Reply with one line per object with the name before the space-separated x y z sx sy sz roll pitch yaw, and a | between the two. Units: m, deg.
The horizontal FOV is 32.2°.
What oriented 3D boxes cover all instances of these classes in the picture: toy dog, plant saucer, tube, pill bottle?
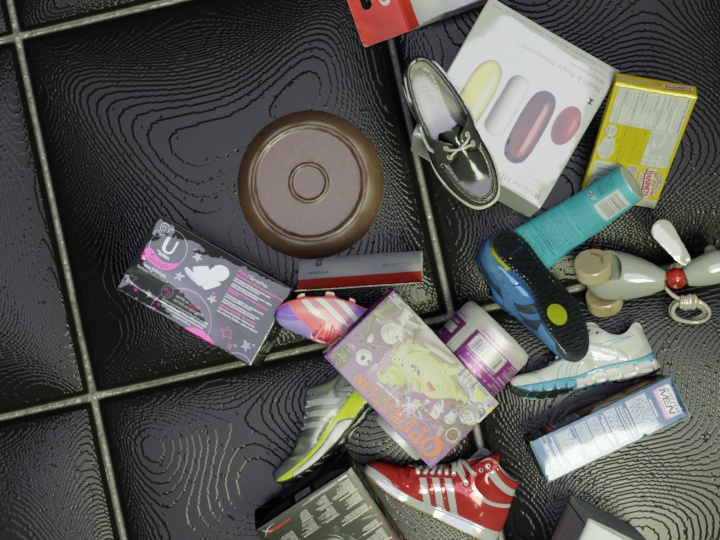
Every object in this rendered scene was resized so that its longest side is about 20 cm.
toy dog | 0.371 -0.008 1.628 0.199 0.132 0.097 5 50 -2
plant saucer | -0.068 -0.117 1.674 0.199 0.034 0.202 0 88 1
tube | 0.273 -0.061 1.634 0.200 0.050 0.078 -34 82 24
pill bottle | 0.113 0.146 1.622 0.112 0.112 0.200 44 91 2

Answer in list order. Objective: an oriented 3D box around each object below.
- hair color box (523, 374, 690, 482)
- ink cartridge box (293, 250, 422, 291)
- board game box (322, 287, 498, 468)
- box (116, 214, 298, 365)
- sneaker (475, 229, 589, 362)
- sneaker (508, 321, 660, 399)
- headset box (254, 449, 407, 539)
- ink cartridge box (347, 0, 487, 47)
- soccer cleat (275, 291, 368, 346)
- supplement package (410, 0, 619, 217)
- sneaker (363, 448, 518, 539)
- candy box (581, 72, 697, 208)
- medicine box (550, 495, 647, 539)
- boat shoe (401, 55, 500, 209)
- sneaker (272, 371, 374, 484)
hair color box | 0.316 0.202 1.619 0.199 0.100 0.061 -25 86 1
ink cartridge box | 0.000 0.000 1.584 0.161 0.200 0.057 -4 85 2
board game box | 0.063 0.133 1.543 0.120 0.032 0.200 -43 102 4
box | -0.193 0.027 1.625 0.199 0.132 0.115 30 87 3
sneaker | 0.223 0.041 1.635 0.066 0.079 0.200 -27 74 -34
sneaker | 0.287 0.115 1.645 0.199 0.075 0.087 -13 78 -3
headset box | -0.023 0.362 1.623 0.148 0.077 0.200 -34 103 1
ink cartridge box | 0.071 -0.410 1.669 0.199 0.050 0.163 -20 88 -2
soccer cleat | -0.010 0.080 1.562 0.199 0.067 0.077 12 55 -22
supplement package | 0.193 -0.205 1.610 0.191 0.147 0.201 29 89 2
sneaker | 0.111 0.268 1.638 0.199 0.071 0.113 26 93 -5
candy box | 0.351 -0.162 1.593 0.102 0.201 0.027 9 50 1
medicine box | 0.280 0.398 1.564 0.103 0.200 0.183 25 90 5
boat shoe | 0.109 -0.168 1.507 0.074 0.060 0.201 -24 86 2
sneaker | -0.051 0.199 1.655 0.081 0.074 0.200 41 88 18
